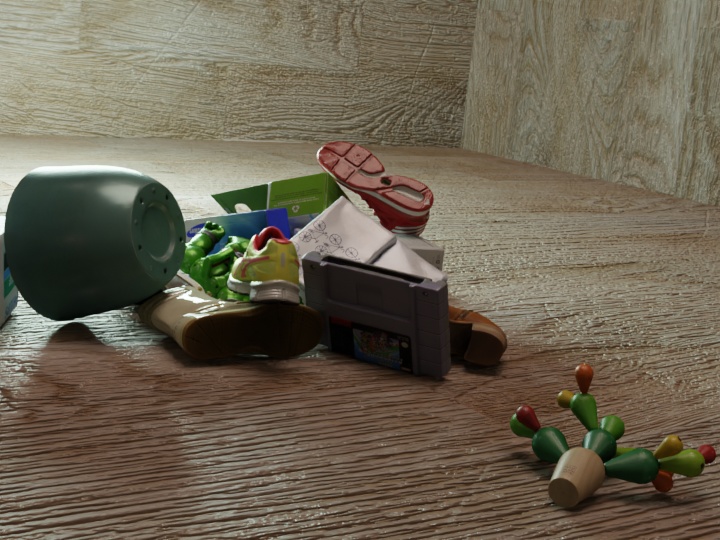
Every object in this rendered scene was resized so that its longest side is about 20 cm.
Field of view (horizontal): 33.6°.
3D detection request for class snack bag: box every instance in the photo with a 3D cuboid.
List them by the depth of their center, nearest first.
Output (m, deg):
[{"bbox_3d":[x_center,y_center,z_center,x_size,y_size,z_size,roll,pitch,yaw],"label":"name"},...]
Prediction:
[{"bbox_3d":[0.000,0.000,1.635,0.200,0.021,0.189,38,48,12],"label":"snack bag"}]

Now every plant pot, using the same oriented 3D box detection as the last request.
[{"bbox_3d":[-0.319,-0.041,1.501,0.161,0.201,0.201,-5,6,24],"label":"plant pot"}]

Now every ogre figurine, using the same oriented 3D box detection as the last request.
[{"bbox_3d":[-0.185,0.003,1.674,0.120,0.098,0.200,-15,68,-48],"label":"ogre figurine"}]

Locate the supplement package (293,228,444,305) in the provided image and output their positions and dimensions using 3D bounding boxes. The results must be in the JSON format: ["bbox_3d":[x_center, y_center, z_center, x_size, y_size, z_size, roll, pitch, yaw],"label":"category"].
[{"bbox_3d":[0.006,0.005,1.750,0.200,0.110,0.114,2,12,-19],"label":"supplement package"}]

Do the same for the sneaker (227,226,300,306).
[{"bbox_3d":[-0.112,-0.010,1.468,0.078,0.090,0.200,2,4,-20],"label":"sneaker"}]

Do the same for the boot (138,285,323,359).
[{"bbox_3d":[-0.162,0.062,1.502,0.200,0.072,0.155,-2,12,-34],"label":"boot"}]

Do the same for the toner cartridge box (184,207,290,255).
[{"bbox_3d":[-0.185,-0.038,1.783,0.200,0.095,0.043,-4,4,45],"label":"toner cartridge box"}]

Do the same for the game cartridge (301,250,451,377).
[{"bbox_3d":[0.018,0.056,1.477,0.200,0.130,0.038,13,28,31],"label":"game cartridge"}]

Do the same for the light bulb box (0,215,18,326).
[{"bbox_3d":[-0.535,0.002,1.456,0.200,0.125,0.198,4,12,-6],"label":"light bulb box"}]

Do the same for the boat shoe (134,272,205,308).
[{"bbox_3d":[-0.290,0.021,1.629,0.060,0.072,0.200,-1,19,-43],"label":"boat shoe"}]

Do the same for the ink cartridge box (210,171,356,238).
[{"bbox_3d":[-0.114,-0.070,1.845,0.200,0.076,0.148,-9,-30,20],"label":"ink cartridge box"}]

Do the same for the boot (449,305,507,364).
[{"bbox_3d":[0.097,0.068,1.571,0.200,0.074,0.155,26,7,1],"label":"boot"}]

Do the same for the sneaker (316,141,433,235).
[{"bbox_3d":[0.015,-0.111,1.833,0.200,0.116,0.078,34,58,19],"label":"sneaker"}]

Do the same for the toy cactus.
[{"bbox_3d":[0.230,0.173,1.154,0.200,0.102,0.165,21,27,23],"label":"toy cactus"}]
